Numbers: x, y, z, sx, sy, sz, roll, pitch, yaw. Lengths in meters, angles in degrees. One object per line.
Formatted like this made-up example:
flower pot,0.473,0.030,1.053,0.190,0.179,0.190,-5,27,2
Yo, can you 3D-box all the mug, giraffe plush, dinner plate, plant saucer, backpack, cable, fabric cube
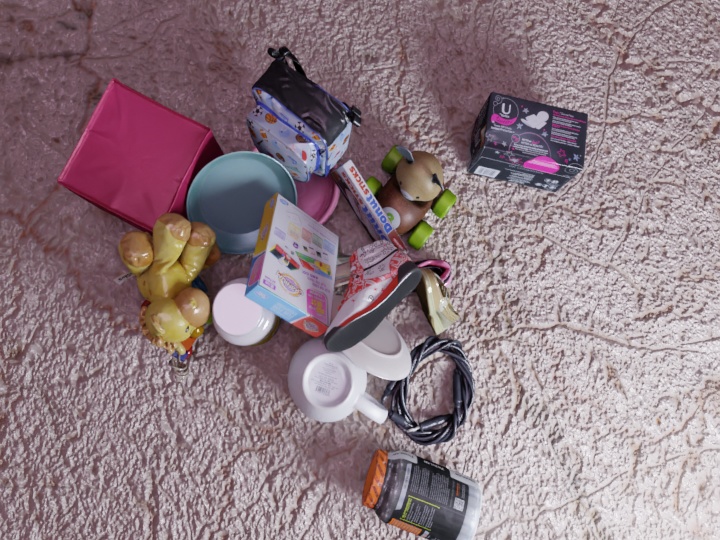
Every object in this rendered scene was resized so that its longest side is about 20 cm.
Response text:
mug,-0.037,0.204,0.971,0.197,0.175,0.150,33,82,1
giraffe plush,-0.302,0.037,0.879,0.197,0.171,0.166,-34,63,18
dinner plate,0.016,0.110,0.984,0.198,0.200,0.025,37,113,1
plant saucer,-0.209,-0.123,0.976,0.194,0.204,0.036,-22,41,-7
backpack,-0.103,-0.247,0.969,0.199,0.191,0.155,41,86,8
plant saucer,-0.135,-0.163,1.076,0.192,0.051,0.209,1,82,-4
cable,0.142,0.225,1.043,0.162,0.051,0.202,38,81,2
fabric cube,-0.370,-0.175,0.988,0.191,0.200,0.205,26,82,1

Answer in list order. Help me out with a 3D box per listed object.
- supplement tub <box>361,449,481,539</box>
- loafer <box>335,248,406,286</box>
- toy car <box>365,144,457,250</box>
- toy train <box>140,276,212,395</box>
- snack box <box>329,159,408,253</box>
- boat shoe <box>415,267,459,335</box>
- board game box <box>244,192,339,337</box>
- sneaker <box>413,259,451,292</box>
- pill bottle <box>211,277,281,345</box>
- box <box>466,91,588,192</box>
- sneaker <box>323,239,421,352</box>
supplement tub,0.107,0.402,0.982,0.194,0.123,0.126,22,82,-1
loafer,0.000,0.000,1.031,0.194,0.071,0.065,-6,98,28
toy car,0.096,-0.155,1.013,0.163,0.200,0.159,39,82,2
toy train,-0.298,0.106,0.976,0.115,0.085,0.201,-37,59,-2
snack box,0.016,-0.110,1.041,0.024,0.071,0.203,-38,102,-21
boat shoe,0.140,0.049,0.995,0.062,0.202,0.074,-27,53,0
board game box,-0.109,-0.011,0.936,0.151,0.040,0.205,34,42,-30
sneaker,0.085,0.014,1.045,0.193,0.095,0.082,-13,85,-4
pill bottle,-0.199,0.074,0.965,0.107,0.200,0.116,0,82,-3
box,0.320,-0.246,1.074,0.193,0.132,0.119,12,78,-2
sneaker,-0.001,0.036,0.918,0.200,0.068,0.108,-41,54,-7
